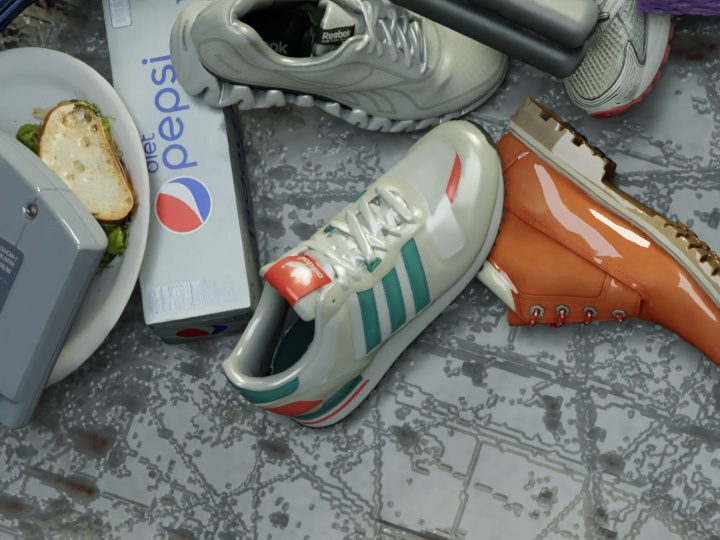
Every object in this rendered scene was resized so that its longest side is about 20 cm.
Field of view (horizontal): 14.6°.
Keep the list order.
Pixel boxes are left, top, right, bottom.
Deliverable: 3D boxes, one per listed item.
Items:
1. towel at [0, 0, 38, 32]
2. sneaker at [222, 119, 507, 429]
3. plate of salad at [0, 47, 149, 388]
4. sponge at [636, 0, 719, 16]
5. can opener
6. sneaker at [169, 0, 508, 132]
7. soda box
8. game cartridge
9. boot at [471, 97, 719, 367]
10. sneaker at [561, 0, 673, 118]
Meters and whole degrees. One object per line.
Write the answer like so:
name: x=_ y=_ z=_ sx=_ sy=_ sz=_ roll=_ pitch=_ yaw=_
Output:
towel: x=-0.193 y=-0.197 z=1.594 sx=0.200 sy=0.048 sz=0.112 roll=-37 pitch=44 yaw=39
sneaker: x=-0.001 y=0.000 z=1.538 sx=0.070 sy=0.093 sz=0.200 roll=46 pitch=106 yaw=30
plate of salad: x=-0.204 y=-0.029 z=1.591 sx=0.199 sy=0.048 sz=0.201 roll=-5 pitch=81 yaw=33
sponge: x=0.209 y=-0.231 z=1.568 sx=0.111 sy=0.030 sz=0.201 roll=2 pitch=66 yaw=0
can opener: x=0.041 y=-0.177 z=1.545 sx=0.199 sy=0.053 sz=0.067 roll=25 pitch=54 yaw=6
sneaker: x=-0.002 y=-0.124 z=1.567 sx=0.199 sy=0.081 sz=0.076 roll=0 pitch=74 yaw=-24
soda box: x=-0.100 y=-0.064 z=1.602 sx=0.063 sy=0.068 sz=0.201 roll=-10 pitch=78 yaw=5
game cartridge: x=-0.230 y=-0.019 z=1.557 sx=0.200 sy=0.041 sz=0.134 roll=34 pitch=109 yaw=29
boot: x=0.138 y=0.007 z=1.563 sx=0.200 sy=0.075 sz=0.107 roll=40 pitch=97 yaw=15
sneaker: x=0.116 y=-0.182 z=1.578 sx=0.078 sy=0.082 sz=0.201 roll=-20 pitch=76 yaw=38
